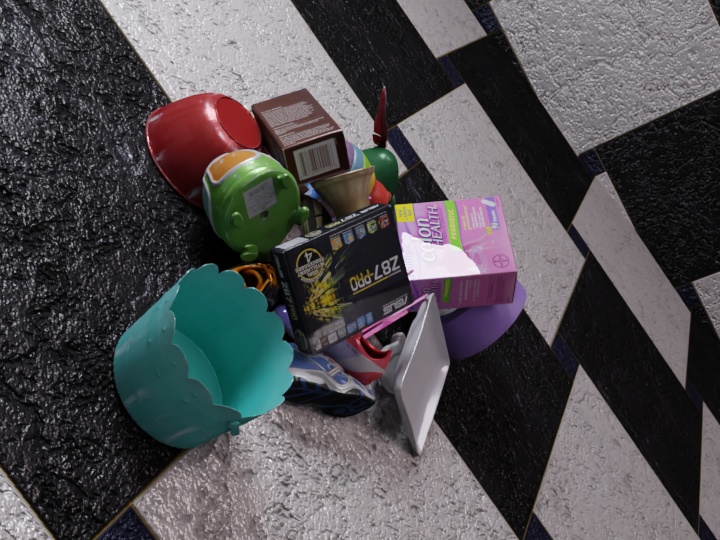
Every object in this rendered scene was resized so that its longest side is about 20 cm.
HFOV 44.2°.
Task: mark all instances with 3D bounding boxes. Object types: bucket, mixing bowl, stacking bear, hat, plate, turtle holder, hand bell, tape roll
[{"bbox_3d":[-0.195,0.113,1.101,0.207,0.134,0.209,36,36,-32],"label":"bucket"},{"bbox_3d":[-0.225,-0.203,1.397,0.200,0.108,0.201,38,34,-32],"label":"mixing bowl"},{"bbox_3d":[-0.023,-0.157,1.544,0.200,0.122,0.114,39,0,-45],"label":"stacking bear"},{"bbox_3d":[0.067,-0.227,1.793,0.199,0.175,0.167,11,52,-52],"label":"hat"},{"bbox_3d":[0.099,0.173,1.480,0.201,0.032,0.201,73,30,-46],"label":"plate"},{"bbox_3d":[-0.158,-0.099,1.317,0.132,0.141,0.185,40,3,34],"label":"turtle holder"},{"bbox_3d":[-0.001,-0.051,1.378,0.104,0.103,0.202,-24,100,-61],"label":"hand bell"},{"bbox_3d":[0.214,0.069,1.703,0.085,0.199,0.201,48,30,-16],"label":"tape roll"}]

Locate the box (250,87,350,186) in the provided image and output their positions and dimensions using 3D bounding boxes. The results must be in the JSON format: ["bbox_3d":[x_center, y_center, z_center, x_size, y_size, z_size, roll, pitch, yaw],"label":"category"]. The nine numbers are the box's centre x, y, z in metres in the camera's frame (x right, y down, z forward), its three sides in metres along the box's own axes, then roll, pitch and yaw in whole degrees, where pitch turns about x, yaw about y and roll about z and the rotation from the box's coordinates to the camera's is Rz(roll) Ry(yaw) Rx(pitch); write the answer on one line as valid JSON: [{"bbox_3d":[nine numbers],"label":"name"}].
[{"bbox_3d":[-0.097,-0.211,1.396,0.200,0.099,0.076,-123,-163,-53],"label":"box"}]

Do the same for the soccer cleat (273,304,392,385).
[{"bbox_3d":[-0.043,0.103,1.378,0.199,0.077,0.067,37,20,-13],"label":"soccer cleat"}]

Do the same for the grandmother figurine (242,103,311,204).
[{"bbox_3d":[-0.158,-0.200,1.550,0.201,0.060,0.121,59,20,-1],"label":"grandmother figurine"}]

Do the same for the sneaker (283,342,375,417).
[{"bbox_3d":[-0.047,0.166,1.336,0.199,0.075,0.078,32,35,-45],"label":"sneaker"}]

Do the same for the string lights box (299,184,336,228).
[{"bbox_3d":[-0.058,-0.139,1.639,0.102,0.059,0.201,35,36,-34],"label":"string lights box"}]

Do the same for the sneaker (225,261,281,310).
[{"bbox_3d":[-0.157,0.022,1.311,0.079,0.077,0.200,57,28,4],"label":"sneaker"}]

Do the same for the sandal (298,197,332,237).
[{"bbox_3d":[-0.080,-0.016,1.356,0.080,0.057,0.203,23,62,-54],"label":"sandal"}]

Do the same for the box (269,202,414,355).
[{"bbox_3d":[-0.024,0.009,1.302,0.199,0.049,0.163,-25,110,-31],"label":"box"}]

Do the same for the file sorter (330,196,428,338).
[{"bbox_3d":[0.000,0.000,1.470,0.138,0.125,0.201,-28,85,-30],"label":"file sorter"}]

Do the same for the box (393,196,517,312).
[{"bbox_3d":[0.166,-0.031,1.594,0.097,0.198,0.177,85,0,-53],"label":"box"}]

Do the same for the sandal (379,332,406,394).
[{"bbox_3d":[0.049,0.164,1.520,0.203,0.049,0.083,-32,104,-74],"label":"sandal"}]
